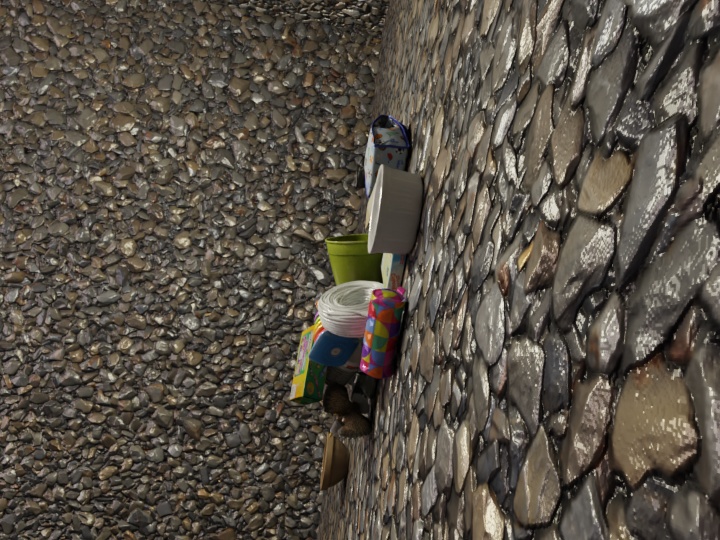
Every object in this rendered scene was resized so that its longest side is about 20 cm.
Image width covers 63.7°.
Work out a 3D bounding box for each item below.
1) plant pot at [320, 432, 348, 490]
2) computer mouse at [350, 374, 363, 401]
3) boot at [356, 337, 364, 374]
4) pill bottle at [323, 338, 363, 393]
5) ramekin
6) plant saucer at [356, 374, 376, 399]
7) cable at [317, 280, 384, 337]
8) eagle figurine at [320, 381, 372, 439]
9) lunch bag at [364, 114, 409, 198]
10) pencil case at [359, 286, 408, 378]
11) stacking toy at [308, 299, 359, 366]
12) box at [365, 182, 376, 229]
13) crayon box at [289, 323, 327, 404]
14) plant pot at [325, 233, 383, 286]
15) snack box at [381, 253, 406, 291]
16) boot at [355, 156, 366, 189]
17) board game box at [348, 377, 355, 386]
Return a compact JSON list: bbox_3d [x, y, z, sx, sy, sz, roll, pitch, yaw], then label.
[{"bbox_3d":[-0.094,0.717,2.166,0.201,0.091,0.205,-171,90,-87],"label":"plant pot"},{"bbox_3d":[0.004,0.359,1.873,0.202,0.045,0.142,102,-174,-49],"label":"computer mouse"},{"bbox_3d":[0.033,0.183,1.490,0.200,0.075,0.172,87,-174,-79],"label":"boot"},{"bbox_3d":[-0.061,0.264,1.649,0.201,0.112,0.115,-54,23,43],"label":"pill bottle"},{"bbox_3d":[0.078,-0.133,1.323,0.200,0.096,0.205,-173,90,-86],"label":"ramekin"},{"bbox_3d":[0.021,0.271,1.703,0.200,0.049,0.205,-173,90,-86],"label":"plant saucer"},{"bbox_3d":[-0.007,0.092,1.453,0.200,0.196,0.071,-53,-42,-59],"label":"cable"},{"bbox_3d":[-0.042,0.400,1.609,0.201,0.149,0.154,110,167,-66],"label":"eagle figurine"},{"bbox_3d":[0.071,-0.328,1.655,0.202,0.121,0.172,-100,16,-52],"label":"lunch bag"},{"bbox_3d":[0.053,0.139,1.304,0.089,0.087,0.204,-95,15,-72],"label":"pencil case"},{"bbox_3d":[-0.085,0.145,1.541,0.111,0.114,0.201,-58,31,27],"label":"stacking toy"},{"bbox_3d":[0.069,-0.165,1.559,0.200,0.093,0.079,114,163,-80],"label":"box"},{"bbox_3d":[-0.135,0.259,1.599,0.119,0.057,0.204,146,137,-61],"label":"crayon box"},{"bbox_3d":[0.000,0.000,1.712,0.200,0.196,0.197,-109,15,-81],"label":"plant pot"},{"bbox_3d":[0.082,-0.026,1.476,0.201,0.036,0.118,-92,10,-68],"label":"snack box"},{"bbox_3d":[0.044,-0.248,1.788,0.070,0.129,0.204,108,169,-63],"label":"boot"},{"bbox_3d":[-0.035,0.255,1.883,0.200,0.025,0.203,53,-129,-62],"label":"board game box"}]
